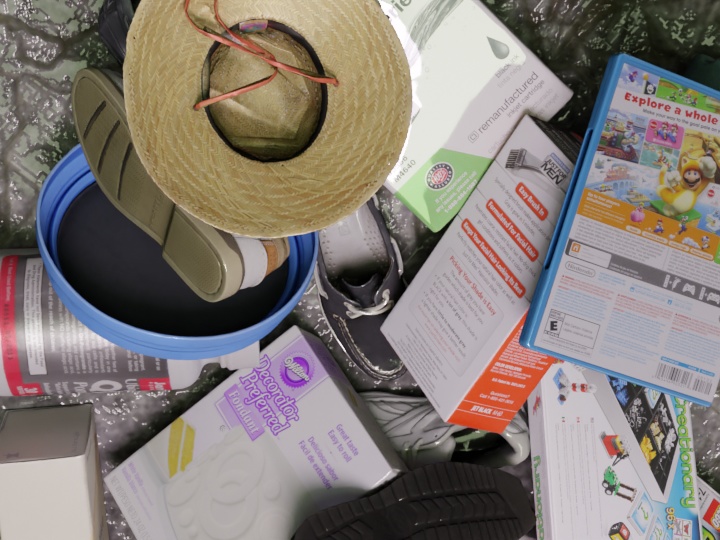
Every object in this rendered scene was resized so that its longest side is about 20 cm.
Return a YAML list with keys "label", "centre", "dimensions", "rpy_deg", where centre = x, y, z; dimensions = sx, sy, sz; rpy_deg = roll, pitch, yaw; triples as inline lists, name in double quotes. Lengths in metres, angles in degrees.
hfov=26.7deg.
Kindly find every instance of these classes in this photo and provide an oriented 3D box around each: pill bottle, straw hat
- label: "pill bottle"
  centre: [-0.176, 0.035, 1.133]
  dimensions: [0.200, 0.111, 0.111]
  rpy_deg: [-2, 108, -4]
- label: "straw hat"
  centre: [-0.065, -0.117, 1.017]
  dimensions: [0.201, 0.085, 0.201]
  rpy_deg: [1, 85, -9]

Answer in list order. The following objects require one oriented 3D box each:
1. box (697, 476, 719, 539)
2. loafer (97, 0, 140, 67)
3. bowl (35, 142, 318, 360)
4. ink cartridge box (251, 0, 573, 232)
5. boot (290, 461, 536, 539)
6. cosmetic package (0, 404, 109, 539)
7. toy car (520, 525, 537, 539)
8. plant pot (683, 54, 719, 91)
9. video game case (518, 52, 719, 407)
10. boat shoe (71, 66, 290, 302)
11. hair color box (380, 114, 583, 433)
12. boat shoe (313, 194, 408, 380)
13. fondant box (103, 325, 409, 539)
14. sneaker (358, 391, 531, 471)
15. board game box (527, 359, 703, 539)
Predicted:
- label: "box"
  centre: [0.212, 0.234, 1.194]
  dimensions: [0.110, 0.035, 0.200]
  rpy_deg: [39, 57, -1]
- label: "loafer"
  centre: [-0.107, -0.128, 1.082]
  dimensions: [0.201, 0.070, 0.068]
  rpy_deg: [45, 66, -2]
- label: "bowl"
  centre: [-0.131, -0.022, 1.085]
  dimensions: [0.200, 0.201, 0.039]
  rpy_deg: [11, 140, -8]
- label: "ink cartridge box"
  centre: [0.030, -0.151, 1.104]
  dimensions: [0.200, 0.084, 0.146]
  rpy_deg: [42, 101, -16]
- label: "boot"
  centre: [0.020, 0.214, 1.145]
  dimensions: [0.200, 0.078, 0.138]
  rpy_deg: [-6, 149, -25]
- label: "cosmetic package"
  centre: [-0.237, 0.217, 1.191]
  dimensions: [0.073, 0.104, 0.200]
  rpy_deg: [-4, 109, -5]
- label: "toy car"
  centre: [0.145, 0.310, 1.229]
  dimensions: [0.200, 0.150, 0.175]
  rpy_deg: [20, 105, -11]
- label: "plant pot"
  centre: [0.275, -0.042, 1.113]
  dimensions: [0.200, 0.200, 0.196]
  rpy_deg: [21, 97, -11]
- label: "video game case"
  centre: [0.198, -0.025, 0.999]
  dimensions: [0.143, 0.018, 0.200]
  rpy_deg: [18, 89, -17]
- label: "boat shoe"
  centre: [-0.127, -0.065, 1.054]
  dimensions: [0.200, 0.068, 0.075]
  rpy_deg: [53, 139, 17]
- label: "hair color box"
  centre: [0.109, 0.004, 1.085]
  dimensions: [0.064, 0.111, 0.200]
  rpy_deg: [14, 118, -39]
- label: "boat shoe"
  centre: [0.000, 0.000, 1.163]
  dimensions: [0.074, 0.060, 0.200]
  rpy_deg: [-12, 108, -1]
- label: "fondant box"
  centre: [-0.080, 0.161, 1.169]
  dimensions: [0.200, 0.058, 0.144]
  rpy_deg: [-38, 65, 7]
- label: "sneaker"
  centre: [0.040, 0.139, 1.191]
  dimensions: [0.200, 0.099, 0.078]
  rpy_deg: [-17, 108, 1]
- label: "board game box"
  centre: [0.195, 0.140, 1.172]
  dimensions: [0.126, 0.035, 0.200]
  rpy_deg: [4, 71, -16]
